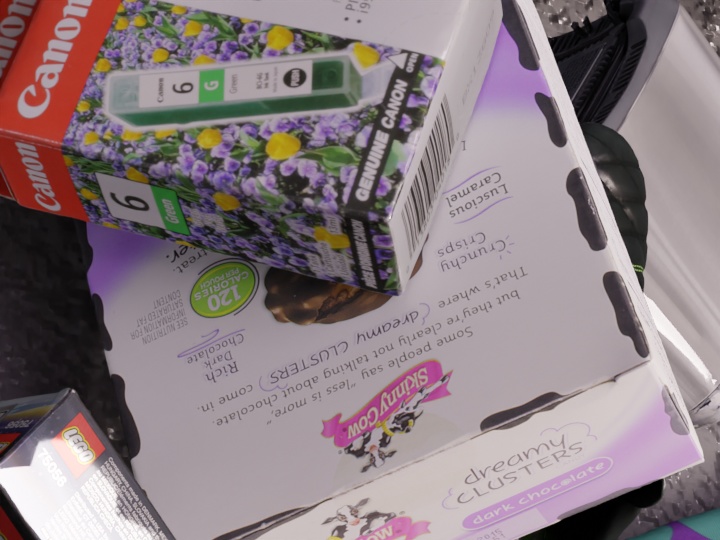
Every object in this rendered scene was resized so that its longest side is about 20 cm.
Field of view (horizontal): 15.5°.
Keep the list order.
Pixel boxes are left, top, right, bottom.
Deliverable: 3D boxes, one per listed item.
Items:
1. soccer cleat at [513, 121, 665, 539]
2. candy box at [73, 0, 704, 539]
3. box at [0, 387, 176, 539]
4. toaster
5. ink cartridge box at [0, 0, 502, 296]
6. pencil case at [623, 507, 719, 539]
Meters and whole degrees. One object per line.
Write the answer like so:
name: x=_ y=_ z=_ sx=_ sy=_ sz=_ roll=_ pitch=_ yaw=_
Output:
soccer cleat: x=0.074 y=0.042 z=0.896 sx=0.067 sy=0.081 sz=0.201 roll=29 pitch=67 yaw=-34
candy box: x=0.000 y=0.000 z=0.872 sx=0.072 sy=0.167 sz=0.201 roll=55 pitch=14 yaw=-53
box: x=-0.080 y=0.129 z=0.781 sx=0.040 sy=0.137 sz=0.200 roll=-46 pitch=112 yaw=-36
toaster: x=0.101 y=-0.017 z=1.049 sx=0.129 sy=0.113 sz=0.200 roll=49 pitch=45 yaw=-18
ink cartridge box: x=-0.065 y=-0.070 z=0.843 sx=0.199 sy=0.050 sz=0.109 roll=13 pitch=64 yaw=15
pencil case: x=0.175 y=0.133 z=1.062 sx=0.199 sy=0.085 sz=0.093 roll=-13 pitch=66 yaw=-43
